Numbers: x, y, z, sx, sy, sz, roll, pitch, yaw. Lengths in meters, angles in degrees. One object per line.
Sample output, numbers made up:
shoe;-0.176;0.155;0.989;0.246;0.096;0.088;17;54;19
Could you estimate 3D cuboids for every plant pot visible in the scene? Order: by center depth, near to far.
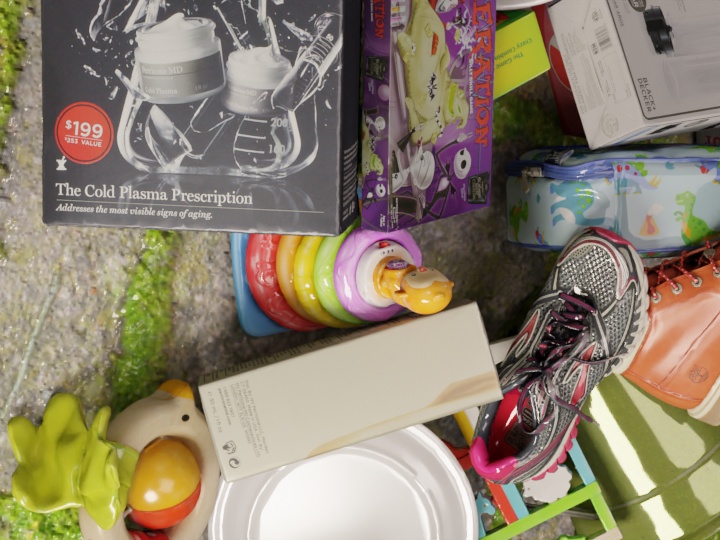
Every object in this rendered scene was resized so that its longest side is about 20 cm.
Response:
plant pot;0.204;0.099;1.519;0.200;0.200;0.191;-41;105;-19

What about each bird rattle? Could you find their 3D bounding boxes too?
bird rattle;-0.151;0.168;1.347;0.163;0.112;0.201;-41;122;-38

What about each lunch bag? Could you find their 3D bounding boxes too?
lunch bag;0.216;-0.055;1.483;0.198;0.161;0.083;-3;95;-14

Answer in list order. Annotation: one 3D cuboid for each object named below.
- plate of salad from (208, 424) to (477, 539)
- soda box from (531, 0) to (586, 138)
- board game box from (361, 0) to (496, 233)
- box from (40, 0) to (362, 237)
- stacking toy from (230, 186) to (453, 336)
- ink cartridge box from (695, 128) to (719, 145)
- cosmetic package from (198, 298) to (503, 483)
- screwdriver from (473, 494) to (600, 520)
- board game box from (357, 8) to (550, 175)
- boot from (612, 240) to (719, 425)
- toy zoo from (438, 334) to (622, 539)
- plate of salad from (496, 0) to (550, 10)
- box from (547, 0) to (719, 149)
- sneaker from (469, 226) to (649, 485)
plate of salad;-0.013;0.190;1.431;0.198;0.048;0.202;0;103;0
soda box;0.177;-0.204;1.495;0.063;0.070;0.201;-28;113;-25
board game box;0.048;-0.134;1.310;0.120;0.032;0.202;-19;114;-52
box;-0.101;-0.122;1.258;0.198;0.104;0.184;2;99;7
stacking toy;0.000;0.000;1.344;0.115;0.200;0.111;-10;103;-29
ink cartridge box;0.343;-0.180;1.561;0.084;0.144;0.202;-14;107;-30
cosmetic package;-0.009;0.081;1.338;0.198;0.105;0.072;-17;91;-3
screwdriver;0.086;0.174;1.480;0.198;0.029;0.028;8;91;-2
board game box;0.028;-0.130;1.397;0.199;0.101;0.048;-30;115;-24
boot;0.253;0.008;1.391;0.107;0.075;0.201;23;109;-7
toy zoo;0.096;0.138;1.450;0.131;0.020;0.201;-27;91;4
plate of salad;0.101;-0.289;1.397;0.198;0.048;0.202;0;83;-3
box;0.244;-0.163;1.447;0.199;0.060;0.118;-13;83;-37
sneaker;0.142;0.065;1.375;0.075;0.080;0.201;-1;115;-63
